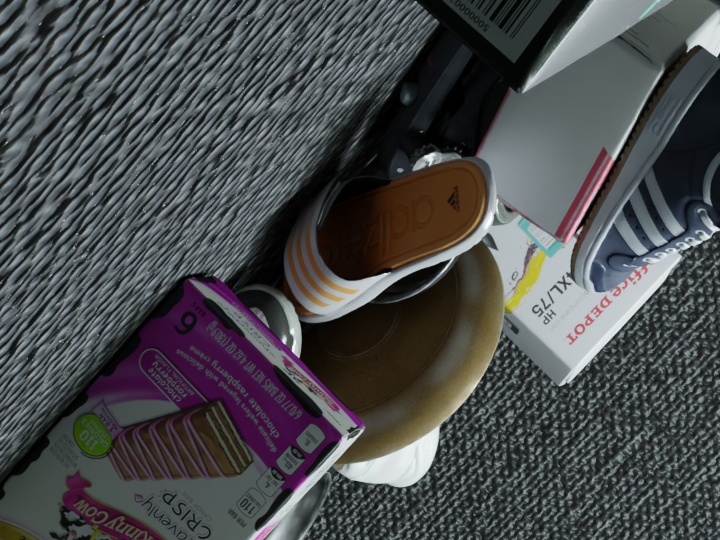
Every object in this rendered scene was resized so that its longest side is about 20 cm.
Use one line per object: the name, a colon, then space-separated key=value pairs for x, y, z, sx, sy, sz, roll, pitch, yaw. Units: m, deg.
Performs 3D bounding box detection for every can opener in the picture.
can opener: x=0.063 y=-0.126 z=1.198 sx=0.063 sy=0.079 sz=0.200 roll=1 pitch=145 yaw=-23

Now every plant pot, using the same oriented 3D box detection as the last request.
plant pot: x=0.003 y=0.038 z=1.318 sx=0.200 sy=0.200 sz=0.028 roll=-46 pitch=136 yaw=-4

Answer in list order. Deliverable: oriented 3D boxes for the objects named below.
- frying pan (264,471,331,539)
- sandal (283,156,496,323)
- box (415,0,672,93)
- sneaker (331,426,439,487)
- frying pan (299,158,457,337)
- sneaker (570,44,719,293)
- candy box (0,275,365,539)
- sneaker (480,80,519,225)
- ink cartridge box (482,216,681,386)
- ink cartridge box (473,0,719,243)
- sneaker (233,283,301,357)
frying pan: x=-0.063 y=0.181 z=1.447 sx=0.115 sy=0.031 sz=0.190 roll=-49 pitch=162 yaw=-23
sandal: x=0.000 y=-0.029 z=1.212 sx=0.059 sy=0.080 sz=0.206 roll=12 pitch=155 yaw=-36
box: x=0.065 y=-0.163 z=0.576 sx=0.124 sy=0.148 sz=0.200 roll=-51 pitch=171 yaw=31
sneaker: x=0.027 y=0.059 z=1.369 sx=0.080 sy=0.070 sz=0.202 roll=6 pitch=98 yaw=-47
frying pan: x=0.012 y=0.004 z=1.287 sx=0.031 sy=0.115 sz=0.191 roll=33 pitch=82 yaw=-47
sneaker: x=0.205 y=-0.034 z=1.178 sx=0.070 sy=0.108 sz=0.201 roll=-43 pitch=163 yaw=-41
candy box: x=-0.114 y=0.121 z=1.158 sx=0.200 sy=0.136 sz=0.061 roll=-48 pitch=171 yaw=11
sneaker: x=0.101 y=-0.125 z=1.359 sx=0.201 sy=0.079 sz=0.076 roll=-62 pitch=147 yaw=-28
ink cartridge box: x=0.167 y=-0.019 z=1.759 sx=0.147 sy=0.200 sz=0.146 roll=-46 pitch=173 yaw=-6
ink cartridge box: x=0.166 y=-0.129 z=1.236 sx=0.200 sy=0.085 sz=0.146 roll=-39 pitch=161 yaw=-51
sneaker: x=-0.116 y=0.095 z=1.254 sx=0.200 sy=0.076 sz=0.088 roll=-51 pitch=167 yaw=12
